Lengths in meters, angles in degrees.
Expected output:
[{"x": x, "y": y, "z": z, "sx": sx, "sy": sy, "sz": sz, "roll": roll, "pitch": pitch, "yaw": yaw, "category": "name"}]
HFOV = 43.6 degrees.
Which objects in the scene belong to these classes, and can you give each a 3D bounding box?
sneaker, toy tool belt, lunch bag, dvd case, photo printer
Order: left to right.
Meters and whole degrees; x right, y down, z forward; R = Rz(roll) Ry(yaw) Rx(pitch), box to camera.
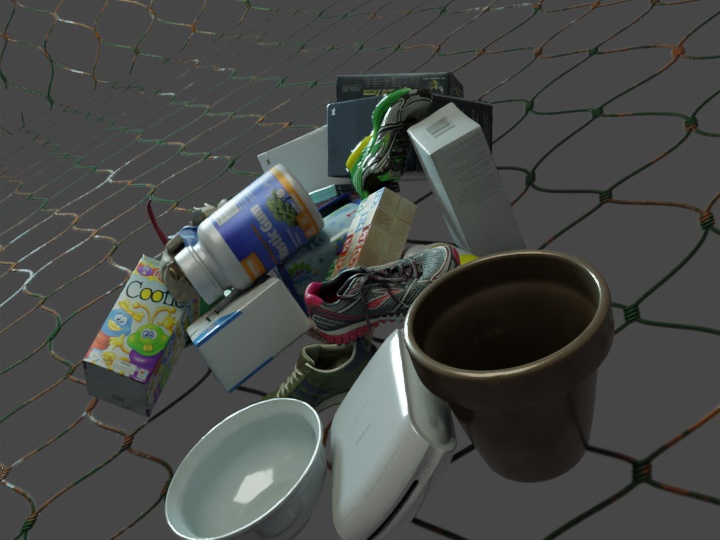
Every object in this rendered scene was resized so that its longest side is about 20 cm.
[{"x": -0.210, "y": -0.043, "z": 1.353, "sx": 0.198, "sy": 0.124, "sz": 0.125, "roll": -29, "pitch": 65, "yaw": -31, "category": "toy tool belt"}, {"x": -0.061, "y": 0.133, "z": 1.147, "sx": 0.197, "sy": 0.091, "sz": 0.068, "roll": -20, "pitch": 29, "yaw": 18, "category": "sneaker"}, {"x": -0.053, "y": -0.028, "z": 1.377, "sx": 0.168, "sy": 0.129, "sz": 0.200, "roll": -30, "pitch": 18, "yaw": -6, "category": "lunch bag"}, {"x": -0.042, "y": -0.117, "z": 1.492, "sx": 0.144, "sy": 0.023, "sz": 0.198, "roll": -16, "pitch": -4, "yaw": 34, "category": "dvd case"}, {"x": 0.027, "y": 0.022, "z": 1.071, "sx": 0.197, "sy": 0.075, "sz": 0.081, "roll": -25, "pitch": 37, "yaw": 12, "category": "sneaker"}, {"x": 0.030, "y": 0.180, "z": 0.943, "sx": 0.168, "sy": 0.068, "sz": 0.201, "roll": -56, "pitch": 19, "yaw": 25, "category": "photo printer"}, {"x": 0.051, "y": -0.177, "z": 1.285, "sx": 0.077, "sy": 0.201, "sz": 0.086, "roll": 1, "pitch": 48, "yaw": -31, "category": "sneaker"}]

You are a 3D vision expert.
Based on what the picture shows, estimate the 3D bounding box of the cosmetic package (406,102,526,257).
[{"x": 0.146, "y": -0.111, "z": 1.234, "sx": 0.080, "sy": 0.202, "sz": 0.113, "roll": -29, "pitch": 31, "yaw": -1, "category": "cosmetic package"}]

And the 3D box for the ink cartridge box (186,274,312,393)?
[{"x": -0.163, "y": 0.081, "z": 1.268, "sx": 0.145, "sy": 0.085, "sz": 0.200, "roll": -39, "pitch": 12, "yaw": -11, "category": "ink cartridge box"}]

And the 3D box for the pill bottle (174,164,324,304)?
[{"x": -0.157, "y": -0.046, "z": 1.256, "sx": 0.199, "sy": 0.113, "sz": 0.112, "roll": -39, "pitch": 29, "yaw": -8, "category": "pill bottle"}]

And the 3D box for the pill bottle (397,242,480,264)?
[{"x": 0.119, "y": 0.027, "z": 1.137, "sx": 0.103, "sy": 0.105, "sz": 0.199, "roll": -36, "pitch": 28, "yaw": -14, "category": "pill bottle"}]

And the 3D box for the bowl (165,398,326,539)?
[{"x": -0.112, "y": 0.247, "z": 1.009, "sx": 0.198, "sy": 0.091, "sz": 0.203, "roll": -22, "pitch": 29, "yaw": 13, "category": "bowl"}]

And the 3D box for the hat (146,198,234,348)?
[{"x": -0.326, "y": 0.011, "z": 1.500, "sx": 0.165, "sy": 0.178, "sz": 0.198, "roll": -42, "pitch": 31, "yaw": -24, "category": "hat"}]

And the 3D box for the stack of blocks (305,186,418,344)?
[{"x": 0.000, "y": 0.000, "z": 1.224, "sx": 0.115, "sy": 0.058, "sz": 0.204, "roll": -22, "pitch": 44, "yaw": 65, "category": "stack of blocks"}]

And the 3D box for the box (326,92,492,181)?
[{"x": 0.079, "y": -0.210, "z": 1.450, "sx": 0.197, "sy": 0.127, "sz": 0.194, "roll": 2, "pitch": 2, "yaw": 45, "category": "box"}]

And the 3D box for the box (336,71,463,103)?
[{"x": 0.071, "y": -0.301, "z": 1.539, "sx": 0.195, "sy": 0.052, "sz": 0.157, "roll": 1, "pitch": 2, "yaw": 14, "category": "box"}]

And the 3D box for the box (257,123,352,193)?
[{"x": -0.075, "y": -0.191, "z": 1.606, "sx": 0.150, "sy": 0.108, "sz": 0.200, "roll": -21, "pitch": 8, "yaw": 14, "category": "box"}]

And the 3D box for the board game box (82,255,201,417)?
[{"x": -0.326, "y": 0.098, "z": 1.366, "sx": 0.103, "sy": 0.104, "sz": 0.202, "roll": 18, "pitch": 52, "yaw": 3, "category": "board game box"}]

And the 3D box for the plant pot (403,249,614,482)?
[{"x": 0.154, "y": 0.107, "z": 0.882, "sx": 0.196, "sy": 0.178, "sz": 0.202, "roll": -13, "pitch": 30, "yaw": 8, "category": "plant pot"}]
